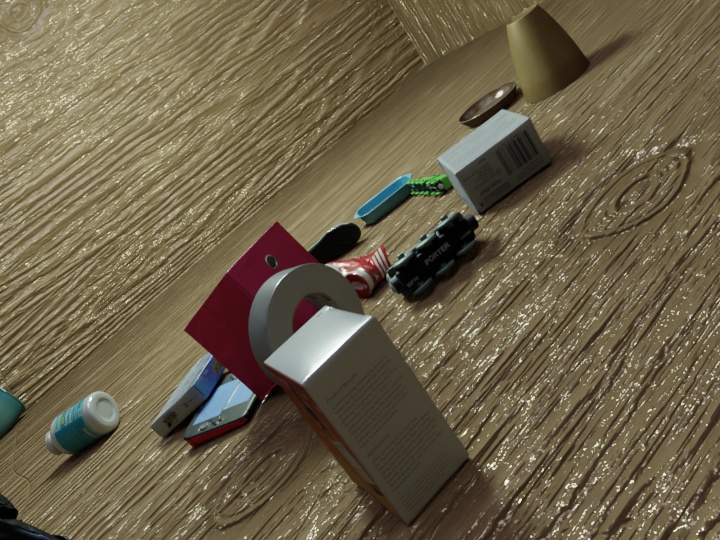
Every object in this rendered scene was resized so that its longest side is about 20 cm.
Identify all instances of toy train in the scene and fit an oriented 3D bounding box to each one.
[{"bbox_3d":[0.129,-0.029,1.244,0.199,0.086,0.114,-41,4,-4],"label":"toy train"},{"bbox_3d":[0.174,-0.218,1.721,0.055,0.043,0.200,-30,15,-12],"label":"toy train"}]

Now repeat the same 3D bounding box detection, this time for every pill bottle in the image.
[{"bbox_3d":[-0.744,0.414,1.814,0.197,0.112,0.111,-32,17,16],"label":"pill bottle"}]

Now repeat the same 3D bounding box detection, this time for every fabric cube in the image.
[{"bbox_3d":[-0.173,0.075,1.283,0.200,0.199,0.197,-44,5,40],"label":"fabric cube"}]

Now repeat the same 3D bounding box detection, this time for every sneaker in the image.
[{"bbox_3d":[0.000,0.000,1.467,0.114,0.080,0.198,-35,26,-25],"label":"sneaker"},{"bbox_3d":[-0.083,-0.071,1.803,0.197,0.072,0.083,-32,16,19],"label":"sneaker"}]

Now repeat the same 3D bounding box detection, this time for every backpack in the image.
[{"bbox_3d":[-0.615,0.505,1.201,0.189,0.199,0.156,-19,36,54],"label":"backpack"}]

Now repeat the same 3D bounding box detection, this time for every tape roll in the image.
[{"bbox_3d":[-0.085,0.094,1.131,0.065,0.202,0.201,-14,27,52],"label":"tape roll"}]

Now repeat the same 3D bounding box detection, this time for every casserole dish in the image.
[{"bbox_3d":[0.070,-0.190,1.863,0.198,0.039,0.121,-37,16,-1],"label":"casserole dish"}]

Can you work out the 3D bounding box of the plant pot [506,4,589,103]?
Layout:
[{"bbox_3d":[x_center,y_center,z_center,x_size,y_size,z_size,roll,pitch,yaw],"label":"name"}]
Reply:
[{"bbox_3d":[0.470,-0.580,1.787,0.184,0.202,0.187,-32,16,10],"label":"plant pot"}]

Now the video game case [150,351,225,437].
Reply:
[{"bbox_3d":[-0.360,0.250,1.512,0.181,0.045,0.201,-43,12,30],"label":"video game case"}]

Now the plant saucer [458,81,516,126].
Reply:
[{"bbox_3d":[0.380,-0.484,2.014,0.198,0.035,0.201,-34,16,11],"label":"plant saucer"}]

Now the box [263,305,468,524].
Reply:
[{"bbox_3d":[0.003,0.156,0.777,0.106,0.202,0.152,-40,16,-17],"label":"box"}]

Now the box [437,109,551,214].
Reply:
[{"bbox_3d":[0.273,-0.231,1.426,0.182,0.106,0.201,-35,17,7],"label":"box"}]

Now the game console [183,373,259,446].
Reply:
[{"bbox_3d":[-0.255,0.255,1.358,0.174,0.031,0.201,-30,19,27],"label":"game console"}]

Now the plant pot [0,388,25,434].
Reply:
[{"bbox_3d":[-1.525,0.610,2.815,0.197,0.200,0.191,-22,36,41],"label":"plant pot"}]
